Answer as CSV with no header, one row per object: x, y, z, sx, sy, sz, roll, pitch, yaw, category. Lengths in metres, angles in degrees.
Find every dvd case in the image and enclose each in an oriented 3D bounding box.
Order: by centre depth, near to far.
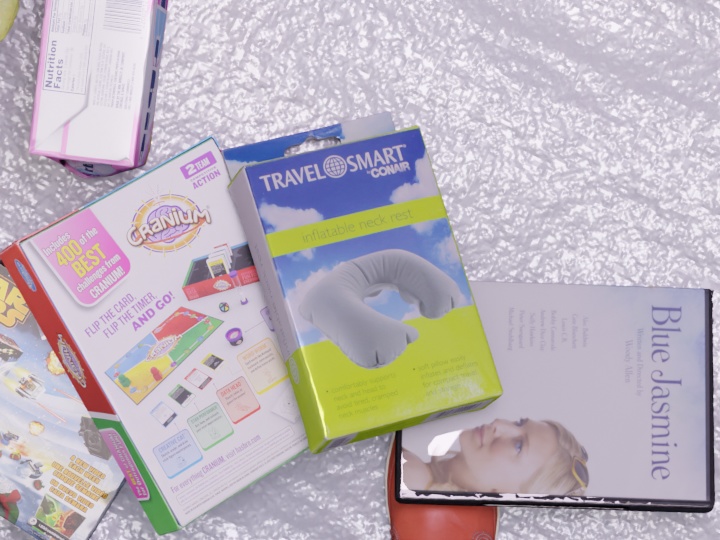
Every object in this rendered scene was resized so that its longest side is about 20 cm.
0.122,0.078,1.629,0.200,0.018,0.143,2,74,-3,dvd case

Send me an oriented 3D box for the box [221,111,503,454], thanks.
0.000,0.000,1.598,0.122,0.048,0.200,-14,78,-18,box

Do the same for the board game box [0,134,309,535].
-0.107,0.039,1.609,0.153,0.040,0.200,-30,92,-27,board game box

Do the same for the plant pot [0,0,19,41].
-0.302,-0.170,1.571,0.184,0.200,0.201,18,93,-12,plant pot

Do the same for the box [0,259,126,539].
-0.227,0.072,1.644,0.200,0.040,0.137,33,93,-1,box

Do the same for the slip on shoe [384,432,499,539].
0.049,0.176,1.635,0.074,0.061,0.200,3,87,2,slip on shoe

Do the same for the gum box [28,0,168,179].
-0.154,-0.154,1.595,0.066,0.114,0.200,7,92,0,gum box
